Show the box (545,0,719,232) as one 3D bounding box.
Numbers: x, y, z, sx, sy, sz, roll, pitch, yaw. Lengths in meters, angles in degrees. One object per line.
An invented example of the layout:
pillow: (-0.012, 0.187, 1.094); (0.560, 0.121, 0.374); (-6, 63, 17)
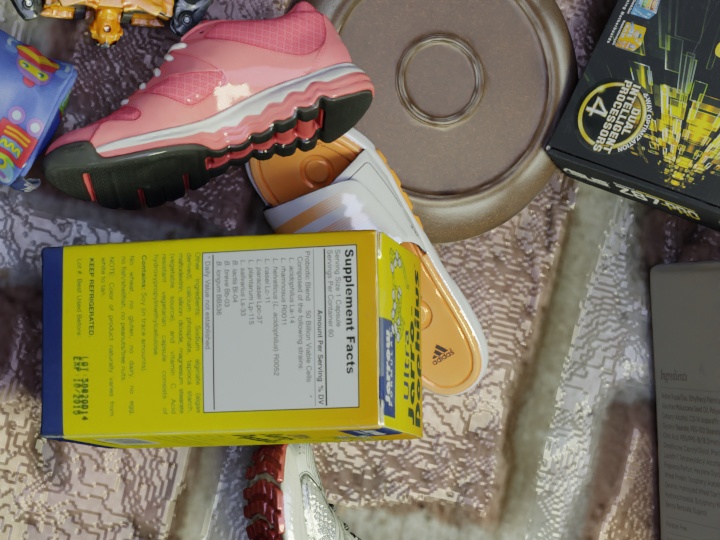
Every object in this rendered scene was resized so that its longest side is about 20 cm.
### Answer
box: (0.228, -0.128, 1.331); (0.161, 0.049, 0.201); (23, 80, 28)

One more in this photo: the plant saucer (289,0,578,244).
plant saucer: (0.046, -0.117, 1.343); (0.199, 0.032, 0.202); (0, 90, -13)

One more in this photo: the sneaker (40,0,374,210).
sneaker: (-0.096, -0.099, 1.263); (0.199, 0.074, 0.087); (-18, 70, -14)

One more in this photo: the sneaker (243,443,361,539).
sneaker: (-0.014, 0.186, 1.310); (0.082, 0.078, 0.201); (-22, 104, -17)

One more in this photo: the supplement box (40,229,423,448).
supplement box: (-0.071, 0.042, 1.228); (0.198, 0.109, 0.110); (-2, 82, 14)

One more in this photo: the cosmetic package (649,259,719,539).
cosmetic package: (0.286, 0.090, 1.332); (0.164, 0.165, 0.202); (-3, 90, -15)

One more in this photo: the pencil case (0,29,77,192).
pencil case: (-0.263, -0.121, 1.242); (0.199, 0.087, 0.078); (27, 42, -13)

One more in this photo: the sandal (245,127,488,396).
sandal: (0.007, -0.004, 1.303); (0.079, 0.059, 0.207); (-34, 100, 23)

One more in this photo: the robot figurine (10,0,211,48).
robot figurine: (-0.145, -0.231, 1.281); (0.144, 0.058, 0.202); (5, 88, -14)
